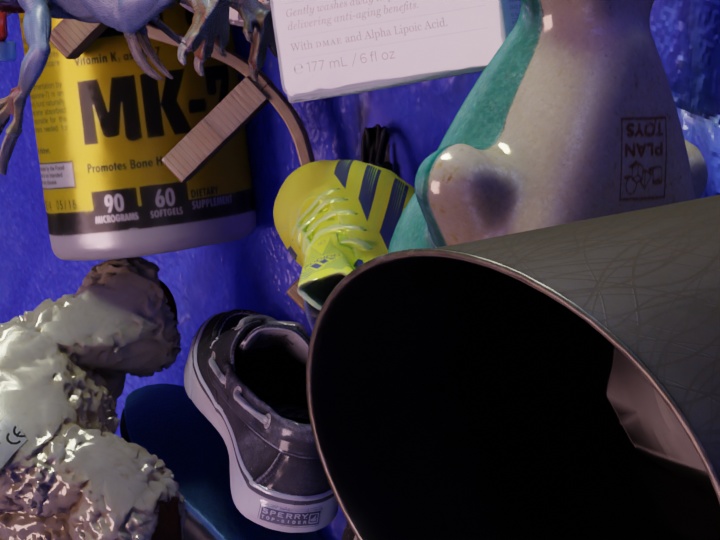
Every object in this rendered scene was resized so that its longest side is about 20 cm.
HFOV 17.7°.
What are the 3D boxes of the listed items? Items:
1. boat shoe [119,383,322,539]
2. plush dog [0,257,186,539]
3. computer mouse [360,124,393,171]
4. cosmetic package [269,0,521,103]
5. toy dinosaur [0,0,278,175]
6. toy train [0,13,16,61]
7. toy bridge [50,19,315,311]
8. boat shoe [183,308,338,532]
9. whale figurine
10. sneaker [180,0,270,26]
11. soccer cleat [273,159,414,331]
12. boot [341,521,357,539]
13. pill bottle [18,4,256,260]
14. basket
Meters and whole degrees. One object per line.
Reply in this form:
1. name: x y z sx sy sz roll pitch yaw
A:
1. boat shoe: -0.082 0.145 1.284 0.200 0.084 0.069 53 144 41
2. plush dog: -0.179 0.106 1.248 0.172 0.159 0.201 107 161 -54
3. computer mouse: 0.012 0.029 1.139 0.059 0.034 0.201 -71 -17 -78
4. cosmetic package: 0.017 -0.180 0.974 0.112 0.081 0.201 -8 94 28
5. toy dinosaur: -0.117 -0.142 1.081 0.181 0.105 0.201 28 118 28
6. toy train: -0.246 -0.228 1.432 0.150 0.055 0.201 -134 41 -79
7. toy bridge: -0.071 -0.074 1.167 0.200 0.067 0.027 47 -172 0
8. boat shoe: -0.047 0.055 1.173 0.200 0.071 0.068 -110 28 -65
9. whale figurine: 0.068 -0.039 0.887 0.103 0.159 0.201 12 104 43
10. sneaker: -0.025 -0.156 1.109 0.200 0.071 0.080 21 116 47
11. soccer cleat: 0.001 -0.001 1.010 0.065 0.083 0.200 -64 35 18
12. boot: 0.049 0.130 1.069 0.131 0.070 0.201 9 109 55
13. pill bottle: -0.123 -0.111 1.240 0.114 0.114 0.201 2 101 60
14. basket: 0.114 0.043 0.775 0.180 0.199 0.137 32 125 36
